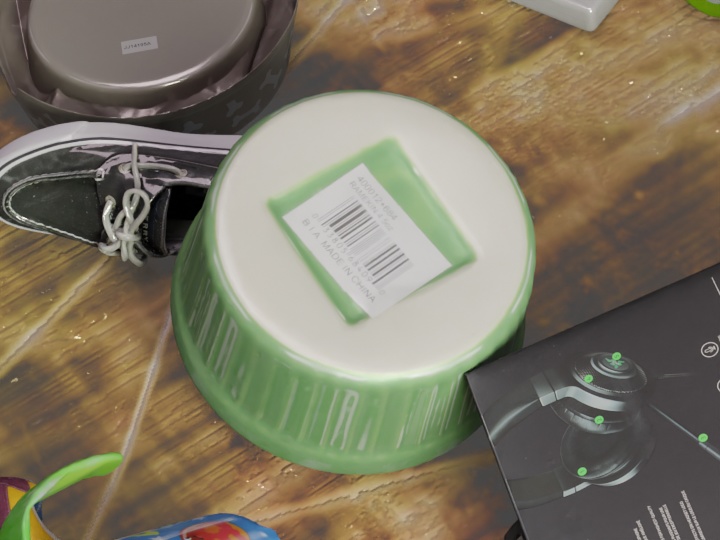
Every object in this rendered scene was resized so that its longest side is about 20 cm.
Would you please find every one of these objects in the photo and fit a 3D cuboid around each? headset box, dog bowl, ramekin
[{"bbox_3d":[0.165,0.105,1.255,0.200,0.093,0.174,-24,51,4],"label":"headset box"},{"bbox_3d":[-0.133,-0.149,1.546,0.199,0.059,0.200,-4,51,5],"label":"dog bowl"},{"bbox_3d":[0.000,0.000,1.344,0.199,0.098,0.201,4,63,-7],"label":"ramekin"}]

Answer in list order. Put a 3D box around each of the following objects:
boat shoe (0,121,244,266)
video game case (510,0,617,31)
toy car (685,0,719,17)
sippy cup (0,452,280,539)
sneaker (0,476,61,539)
[{"bbox_3d":[-0.124,-0.037,1.443,0.199,0.074,0.068,5,36,-1],"label":"boat shoe"},{"bbox_3d":[0.111,-0.252,1.624,0.200,0.023,0.182,24,57,24],"label":"video game case"},{"bbox_3d":[0.275,-0.271,1.504,0.157,0.200,0.165,12,53,17],"label":"toy car"},{"bbox_3d":[-0.096,0.184,1.218,0.130,0.178,0.139,-21,26,-39],"label":"sippy cup"},{"bbox_3d":[-0.216,0.139,1.313,0.200,0.075,0.090,32,63,18],"label":"sneaker"}]
